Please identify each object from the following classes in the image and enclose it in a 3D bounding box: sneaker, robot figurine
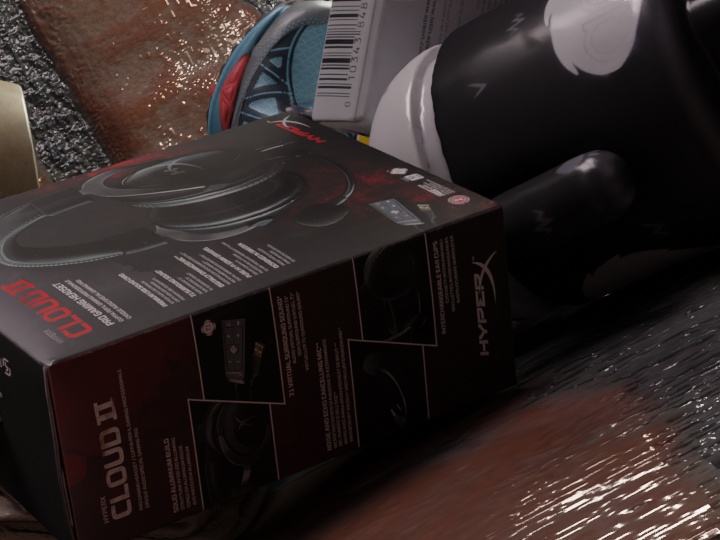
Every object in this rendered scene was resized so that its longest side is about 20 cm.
[{"bbox_3d":[-0.023,-0.025,0.986,0.079,0.200,0.095,8,5,-38],"label":"sneaker"},{"bbox_3d":[0.098,-0.055,0.842,0.200,0.125,0.150,-25,-26,31],"label":"robot figurine"}]

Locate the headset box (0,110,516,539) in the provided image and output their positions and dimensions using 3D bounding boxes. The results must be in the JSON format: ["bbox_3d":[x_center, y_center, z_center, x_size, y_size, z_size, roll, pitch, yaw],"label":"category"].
[{"bbox_3d":[-0.068,0.018,0.773,0.200,0.077,0.149,-18,26,-27],"label":"headset box"}]

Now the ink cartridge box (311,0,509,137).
[{"bbox_3d":[0.079,-0.143,0.969,0.200,0.197,0.043,12,-4,-40],"label":"ink cartridge box"}]

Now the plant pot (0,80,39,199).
[{"bbox_3d":[-0.257,-0.033,1.042,0.200,0.188,0.187,-9,2,-10],"label":"plant pot"}]

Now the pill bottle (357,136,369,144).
[{"bbox_3d":[0.043,-0.098,1.145,0.200,0.113,0.113,-59,-3,14],"label":"pill bottle"}]

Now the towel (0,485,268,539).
[{"bbox_3d":[-0.091,0.052,0.839,0.132,0.035,0.200,-1,23,10],"label":"towel"}]
